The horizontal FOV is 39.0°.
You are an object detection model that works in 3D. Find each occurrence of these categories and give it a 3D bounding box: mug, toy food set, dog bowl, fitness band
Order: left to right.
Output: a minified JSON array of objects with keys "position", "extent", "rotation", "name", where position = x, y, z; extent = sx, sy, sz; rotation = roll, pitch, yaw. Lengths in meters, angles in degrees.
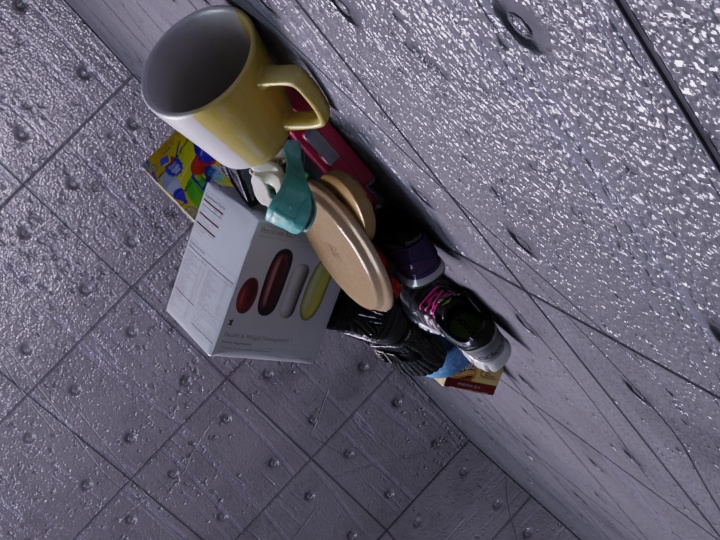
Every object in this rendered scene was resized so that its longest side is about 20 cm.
[{"position":[-0.141,-0.187,1.165],"extent":[0.186,0.149,0.153],"rotation":[42,175,37],"name":"mug"},{"position":[-0.045,-0.156,1.298],"extent":[0.200,0.037,0.144],"rotation":[49,177,-24],"name":"fitness band"},{"position":[-0.016,-0.038,1.282],"extent":[0.202,0.048,0.197],"rotation":[60,163,-17],"name":"toy food set"},{"position":[0.096,0.084,1.635],"extent":[0.200,0.111,0.050],"rotation":[42,162,32],"name":"dog bowl"}]

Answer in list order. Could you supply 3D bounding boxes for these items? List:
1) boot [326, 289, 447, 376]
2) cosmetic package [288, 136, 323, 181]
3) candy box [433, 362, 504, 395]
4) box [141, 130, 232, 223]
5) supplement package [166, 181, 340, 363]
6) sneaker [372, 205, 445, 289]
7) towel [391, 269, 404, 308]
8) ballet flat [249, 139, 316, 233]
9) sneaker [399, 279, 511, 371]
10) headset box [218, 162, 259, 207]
[{"position":[0.019,0.086,1.540],"extent":[0.209,0.080,0.158],"rotation":[26,173,38],"name":"boot"},{"position":[-0.039,-0.106,1.527],"extent":[0.151,0.052,0.200],"rotation":[44,175,28],"name":"cosmetic package"},{"position":[0.140,0.139,1.732],"extent":[0.114,0.056,0.200],"rotation":[15,-168,-33],"name":"candy box"},{"position":[-0.227,-0.169,1.718],"extent":[0.193,0.200,0.122],"rotation":[44,174,1],"name":"box"},{"position":[-0.141,0.006,1.455],"extent":[0.189,0.203,0.147],"rotation":[8,-161,-42],"name":"supplement package"},{"position":[0.037,-0.054,1.317],"extent":[0.199,0.075,0.088],"rotation":[30,151,56],"name":"sneaker"},{"position":[0.000,0.000,1.540],"extent":[0.198,0.049,0.112],"rotation":[16,162,44],"name":"towel"},{"position":[-0.100,-0.116,1.241],"extent":[0.069,0.068,0.201],"rotation":[21,-155,-23],"name":"ballet flat"},{"position":[0.122,0.055,1.391],"extent":[0.199,0.074,0.088],"rotation":[40,169,36],"name":"sneaker"},{"position":[-0.170,-0.196,1.417],"extent":[0.200,0.076,0.151],"rotation":[-131,20,-62],"name":"headset box"}]
